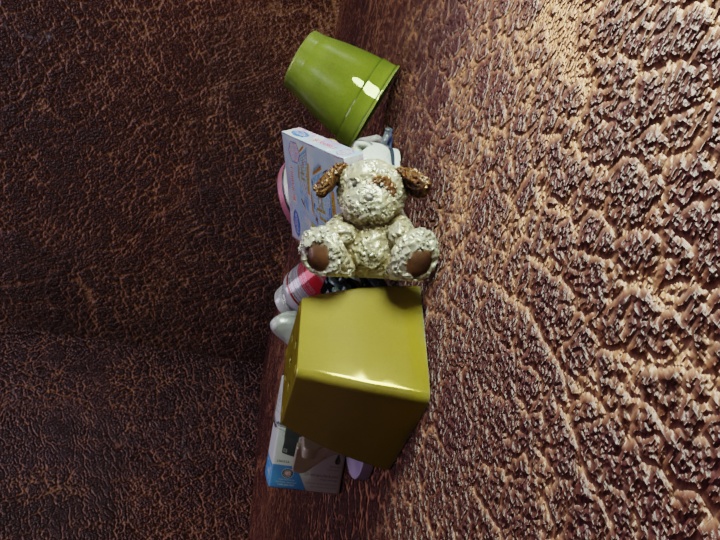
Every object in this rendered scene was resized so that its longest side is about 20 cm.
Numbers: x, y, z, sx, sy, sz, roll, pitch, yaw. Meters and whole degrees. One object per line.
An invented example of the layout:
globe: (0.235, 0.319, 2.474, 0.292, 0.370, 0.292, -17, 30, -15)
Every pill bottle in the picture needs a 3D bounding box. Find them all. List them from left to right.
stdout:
pill bottle: (-0.095, 0.025, 1.451, 0.199, 0.112, 0.113, -37, 36, 33)

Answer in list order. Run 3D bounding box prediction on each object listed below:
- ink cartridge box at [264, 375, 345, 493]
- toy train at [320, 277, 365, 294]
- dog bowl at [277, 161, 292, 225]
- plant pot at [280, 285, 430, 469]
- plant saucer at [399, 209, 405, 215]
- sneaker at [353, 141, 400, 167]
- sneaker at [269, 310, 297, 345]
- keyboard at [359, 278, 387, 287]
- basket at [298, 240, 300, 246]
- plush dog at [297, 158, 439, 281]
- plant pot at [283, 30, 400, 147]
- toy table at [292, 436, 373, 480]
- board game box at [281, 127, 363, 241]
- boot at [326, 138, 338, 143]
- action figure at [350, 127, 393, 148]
ink cartridge box: (-0.099, 0.320, 1.314, 0.084, 0.143, 0.203, -167, 87, -78)
toy train: (-0.020, 0.063, 1.217, 0.086, 0.113, 0.200, -64, 16, 10)
dog bowl: (-0.098, -0.161, 1.409, 0.073, 0.200, 0.202, -16, 55, 30)
plant pot: (-0.018, 0.145, 0.975, 0.201, 0.174, 0.202, 110, 165, -44)
plant saucer: (0.025, -0.089, 1.110, 0.200, 0.032, 0.202, 48, 154, 33)
sneaker: (0.029, -0.168, 1.196, 0.077, 0.080, 0.201, -58, 22, 27)
sneaker: (-0.107, 0.157, 1.418, 0.076, 0.199, 0.081, -39, 35, 30)
keyboard: (0.000, 0.000, 1.196, 0.105, 0.039, 0.200, 59, 176, -31)
basket: (-0.065, -0.119, 1.532, 0.202, 0.141, 0.150, -92, 15, -45)
plush dog: (0.018, -0.076, 0.973, 0.160, 0.197, 0.174, -5, -82, -84)
plant pot: (-0.050, -0.390, 1.394, 0.202, 0.192, 0.200, -58, 4, 6)
toy table: (-0.046, 0.275, 1.164, 0.200, 0.115, 0.187, -146, 66, -79)
board game box: (-0.061, -0.121, 1.131, 0.199, 0.041, 0.202, 33, 134, 48)
boot: (-0.046, -0.139, 1.258, 0.155, 0.071, 0.203, -111, 13, -72)
action figure: (-0.003, -0.201, 1.381, 0.193, 0.103, 0.203, -16, -56, -87)
